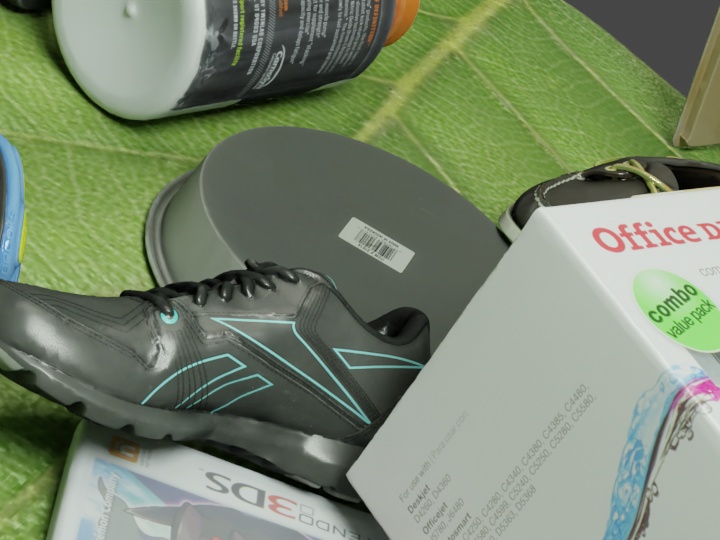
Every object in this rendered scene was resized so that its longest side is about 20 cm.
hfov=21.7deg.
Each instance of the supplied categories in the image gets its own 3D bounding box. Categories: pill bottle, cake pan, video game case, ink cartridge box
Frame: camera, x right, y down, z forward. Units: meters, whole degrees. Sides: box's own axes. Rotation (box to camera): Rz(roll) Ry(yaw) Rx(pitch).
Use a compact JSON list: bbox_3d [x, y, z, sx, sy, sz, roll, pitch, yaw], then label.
[{"bbox_3d":[-0.053,-0.140,0.967,0.106,0.106,0.200,43,33,23],"label":"pill bottle"},{"bbox_3d":[0.000,0.000,0.867,0.200,0.037,0.201,21,32,-13],"label":"cake pan"},{"bbox_3d":[-0.027,0.143,0.643,0.182,0.023,0.200,21,31,-11],"label":"video game case"},{"bbox_3d":[0.127,0.091,0.668,0.146,0.146,0.200,-8,51,-44],"label":"ink cartridge box"}]

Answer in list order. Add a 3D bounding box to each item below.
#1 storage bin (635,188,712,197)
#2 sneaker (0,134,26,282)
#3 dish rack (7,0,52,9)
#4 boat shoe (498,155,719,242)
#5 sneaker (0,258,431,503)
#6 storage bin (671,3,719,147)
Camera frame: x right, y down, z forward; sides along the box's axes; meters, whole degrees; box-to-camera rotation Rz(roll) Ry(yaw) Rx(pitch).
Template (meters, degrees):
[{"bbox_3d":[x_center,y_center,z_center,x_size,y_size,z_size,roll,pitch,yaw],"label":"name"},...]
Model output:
[{"bbox_3d":[0.212,0.059,0.859,0.200,0.094,0.198,42,24,21],"label":"storage bin"},{"bbox_3d":[-0.198,-0.044,0.749,0.083,0.071,0.200,-13,44,-42],"label":"sneaker"},{"bbox_3d":[-0.100,-0.215,0.956,0.055,0.200,0.153,51,36,17],"label":"dish rack"},{"bbox_3d":[0.141,-0.031,0.974,0.072,0.061,0.201,47,25,23],"label":"boat shoe"},{"bbox_3d":[-0.056,0.028,0.707,0.200,0.080,0.075,20,1,-35],"label":"sneaker"},{"bbox_3d":[0.297,-0.087,1.088,0.093,0.199,0.200,-19,52,-30],"label":"storage bin"}]
